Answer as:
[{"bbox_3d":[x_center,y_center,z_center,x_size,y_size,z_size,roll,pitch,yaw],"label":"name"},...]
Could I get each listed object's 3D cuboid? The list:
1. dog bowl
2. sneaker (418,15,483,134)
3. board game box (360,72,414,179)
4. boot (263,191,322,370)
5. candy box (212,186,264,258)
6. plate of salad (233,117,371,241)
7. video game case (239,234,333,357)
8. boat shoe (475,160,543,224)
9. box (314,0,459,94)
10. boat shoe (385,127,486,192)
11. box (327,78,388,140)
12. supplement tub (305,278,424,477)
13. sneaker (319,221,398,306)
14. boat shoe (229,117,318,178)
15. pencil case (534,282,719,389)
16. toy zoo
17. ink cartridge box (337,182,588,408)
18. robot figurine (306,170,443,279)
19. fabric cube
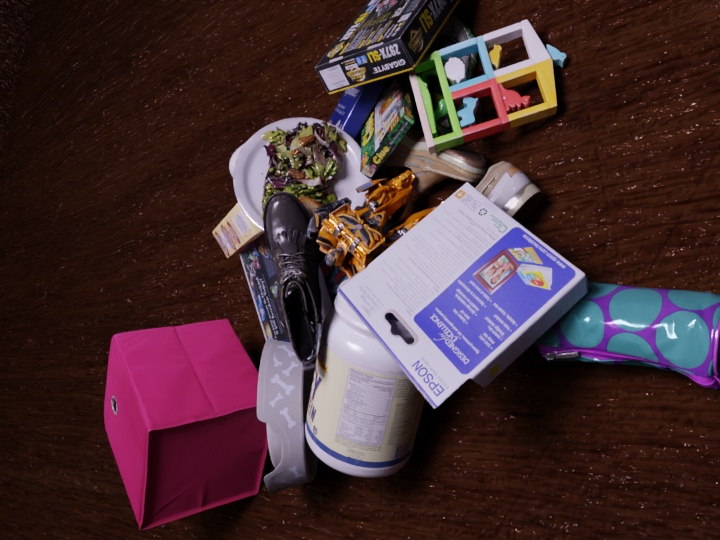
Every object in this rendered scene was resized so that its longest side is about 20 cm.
[{"bbox_3d":[-0.094,0.195,0.921,0.057,0.201,0.207,-3,68,2],"label":"dog bowl"},{"bbox_3d":[0.118,-0.282,0.935,0.077,0.084,0.206,-26,58,35],"label":"sneaker"},{"bbox_3d":[0.036,-0.226,0.977,0.105,0.023,0.203,-52,22,32],"label":"board game box"},{"bbox_3d":[-0.077,0.004,0.818,0.174,0.067,0.207,-130,27,-84],"label":"boot"},{"bbox_3d":[-0.154,-0.086,1.049,0.056,0.114,0.199,58,156,-5],"label":"candy box"},{"bbox_3d":[-0.080,-0.135,0.939,0.048,0.193,0.206,101,164,-65],"label":"plate of salad"},{"bbox_3d":[-0.108,0.040,1.018,0.180,0.023,0.206,-26,81,50],"label":"video game case"},{"bbox_3d":[0.134,-0.046,0.841,0.200,0.074,0.069,-45,66,11],"label":"boat shoe"},{"bbox_3d":[0.045,-0.340,0.942,0.157,0.050,0.202,-6,43,43],"label":"box"},{"bbox_3d":[0.098,-0.144,0.930,0.199,0.070,0.078,39,116,54],"label":"boat shoe"},{"bbox_3d":[0.008,-0.288,1.050,0.203,0.032,0.121,-59,20,9],"label":"box"},{"bbox_3d":[0.014,0.126,0.821,0.144,0.142,0.206,33,119,45],"label":"supplement tub"},{"bbox_3d":[0.000,0.000,0.977,0.201,0.078,0.097,-50,59,30],"label":"sneaker"},{"bbox_3d":[-0.138,-0.190,1.040,0.067,0.074,0.200,13,41,35],"label":"boat shoe"},{"bbox_3d":[0.268,0.062,0.668,0.196,0.085,0.094,3,55,46],"label":"pencil case"},{"bbox_3d":[0.165,-0.238,0.856,0.194,0.020,0.135,-16,69,10],"label":"toy zoo"},{"bbox_3d":[0.102,0.023,0.718,0.199,0.047,0.198,-40,48,-3],"label":"ink cartridge box"},{"bbox_3d":[0.025,-0.057,0.855,0.144,0.198,0.059,42,133,17],"label":"robot figurine"},{"bbox_3d":[-0.264,0.224,1.023,0.200,0.195,0.201,48,132,42],"label":"fabric cube"}]
